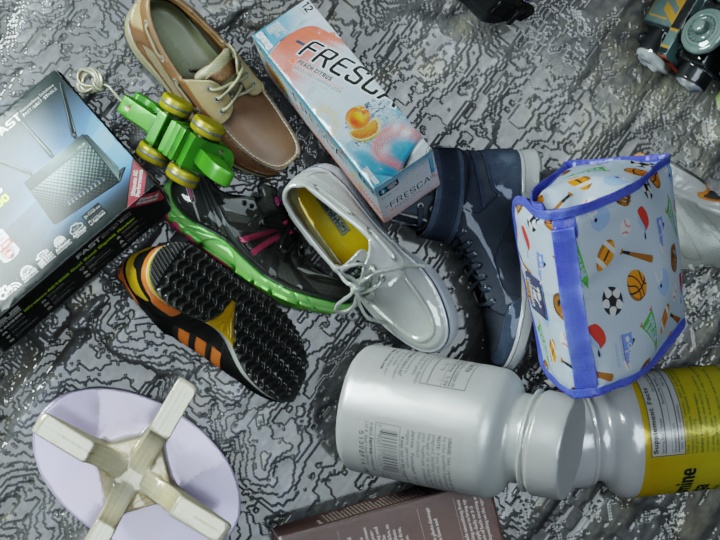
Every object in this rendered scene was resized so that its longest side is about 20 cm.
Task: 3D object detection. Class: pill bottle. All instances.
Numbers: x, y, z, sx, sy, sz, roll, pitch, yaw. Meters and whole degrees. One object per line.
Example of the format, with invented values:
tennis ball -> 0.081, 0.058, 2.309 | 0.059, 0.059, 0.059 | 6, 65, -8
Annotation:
pill bottle -> 0.278, 0.146, 1.474 | 0.198, 0.112, 0.114 | -5, 89, -8
pill bottle -> 0.088, 0.136, 1.408 | 0.198, 0.114, 0.115 | 9, 87, 21

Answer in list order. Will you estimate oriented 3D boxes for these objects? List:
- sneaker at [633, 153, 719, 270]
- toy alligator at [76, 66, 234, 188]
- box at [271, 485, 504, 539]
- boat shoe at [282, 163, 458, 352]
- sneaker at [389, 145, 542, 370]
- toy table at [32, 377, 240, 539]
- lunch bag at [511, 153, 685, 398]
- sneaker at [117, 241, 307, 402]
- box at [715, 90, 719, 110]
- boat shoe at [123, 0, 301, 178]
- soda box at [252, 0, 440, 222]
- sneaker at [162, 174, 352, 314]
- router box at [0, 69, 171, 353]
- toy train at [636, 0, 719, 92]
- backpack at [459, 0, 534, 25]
sneaker -> 0.324, -0.027, 1.512 | 0.199, 0.076, 0.092 | 29, 92, 1
toy alligator -> -0.170, -0.125, 1.427 | 0.199, 0.054, 0.060 | 35, 103, 29
box -> 0.029, 0.256, 1.456 | 0.198, 0.075, 0.101 | -14, 91, -10
boat shoe -> 0.003, -0.003, 1.412 | 0.074, 0.086, 0.203 | -38, 88, 29
sneaker -> 0.086, -0.014, 1.463 | 0.145, 0.077, 0.204 | 4, 82, -16
toy table -> -0.193, 0.177, 1.403 | 0.198, 0.117, 0.185 | 20, 86, -6
lunch bag -> 0.203, 0.001, 1.404 | 0.123, 0.200, 0.171 | -5, 105, 24
sneaker -> -0.131, 0.045, 1.444 | 0.200, 0.090, 0.070 | 44, 64, -30
box -> 0.445, -0.196, 1.501 | 0.144, 0.036, 0.201 | 32, 112, -6
boat shoe -> -0.132, -0.166, 1.437 | 0.200, 0.074, 0.076 | 45, 73, -5
soda box -> -0.013, -0.142, 1.420 | 0.063, 0.068, 0.200 | -35, 65, -7
sneaker -> -0.085, -0.029, 1.444 | 0.199, 0.077, 0.084 | 35, 88, -7
router box -> -0.285, -0.052, 1.398 | 0.200, 0.062, 0.150 | -41, 70, -8
toy train -> 0.333, -0.261, 1.496 | 0.085, 0.114, 0.201 | 29, 90, -41
backpack -> 0.102, -0.347, 1.428 | 0.189, 0.200, 0.155 | 18, 54, -6
